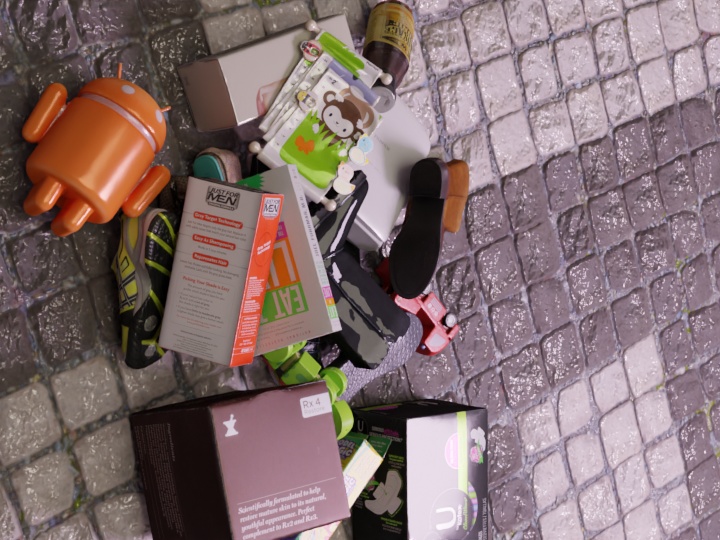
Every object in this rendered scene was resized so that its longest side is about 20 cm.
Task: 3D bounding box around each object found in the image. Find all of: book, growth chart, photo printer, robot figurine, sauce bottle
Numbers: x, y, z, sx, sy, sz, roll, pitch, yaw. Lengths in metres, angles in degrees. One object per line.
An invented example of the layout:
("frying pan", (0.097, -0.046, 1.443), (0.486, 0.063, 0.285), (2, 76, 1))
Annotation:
("book", (-0.109, -0.009, 1.621), (0.048, 0.133, 0.201), (-8, 81, -67))
("growth chart", (-0.043, -0.183, 1.656), (0.144, 0.018, 0.201), (28, 74, -10))
("photo printer", (0.003, -0.152, 1.800), (0.166, 0.069, 0.201), (43, 58, -28))
("robot figurine", (-0.297, -0.135, 1.555), (0.200, 0.143, 0.117), (-58, 161, -20))
("sauce bottle", (0.034, -0.274, 1.778), (0.066, 0.066, 0.200), (44, 32, -30))

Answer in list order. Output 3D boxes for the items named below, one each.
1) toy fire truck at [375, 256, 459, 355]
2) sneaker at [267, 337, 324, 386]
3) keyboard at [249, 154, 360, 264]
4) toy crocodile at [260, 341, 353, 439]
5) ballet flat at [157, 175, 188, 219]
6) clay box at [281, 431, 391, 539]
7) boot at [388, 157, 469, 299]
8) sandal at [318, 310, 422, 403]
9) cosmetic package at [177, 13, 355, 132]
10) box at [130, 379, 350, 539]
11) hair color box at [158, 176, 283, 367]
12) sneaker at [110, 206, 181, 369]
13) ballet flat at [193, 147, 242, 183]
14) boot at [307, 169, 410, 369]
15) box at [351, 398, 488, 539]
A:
("toy fire truck", (0.037, 0.059, 1.858), (0.141, 0.049, 0.200), (-50, 120, -24))
("sneaker", (-0.078, 0.078, 1.750), (0.074, 0.081, 0.201), (-23, 105, -34))
("keyboard", (-0.070, -0.054, 1.757), (0.200, 0.021, 0.127), (38, 33, -33))
("toy crocodile", (-0.077, 0.121, 1.690), (0.200, 0.062, 0.068), (50, 20, -1))
("ballet flat", (-0.211, -0.014, 1.668), (0.067, 0.046, 0.201), (-4, 94, -37))
("clay box", (-0.055, 0.276, 1.753), (0.048, 0.115, 0.200), (48, 64, -27))
("boot", (0.095, -0.059, 1.858), (0.200, 0.068, 0.189), (-8, 101, -75))
("sandal", (-0.001, 0.112, 1.784), (0.200, 0.043, 0.076), (-35, 126, -26))
("cosmetic package", (-0.110, -0.244, 1.704), (0.200, 0.103, 0.088), (-25, 106, -33))
("box", (-0.144, 0.228, 1.620), (0.165, 0.200, 0.165), (-9, 88, -36))
("hair color box", (-0.160, 0.000, 1.587), (0.061, 0.101, 0.201), (-5, 108, -67))
("sneaker", (-0.253, 0.018, 1.627), (0.075, 0.076, 0.201), (-9, 115, -49))
("ballet flat", (-0.154, -0.055, 1.703), (0.067, 0.068, 0.201), (-27, 112, -62))
("boot", (-0.001, 0.001, 1.707), (0.165, 0.066, 0.200), (-44, 108, -9))
("box", (0.080, 0.281, 1.852), (0.148, 0.124, 0.201), (-3, 95, -38))
